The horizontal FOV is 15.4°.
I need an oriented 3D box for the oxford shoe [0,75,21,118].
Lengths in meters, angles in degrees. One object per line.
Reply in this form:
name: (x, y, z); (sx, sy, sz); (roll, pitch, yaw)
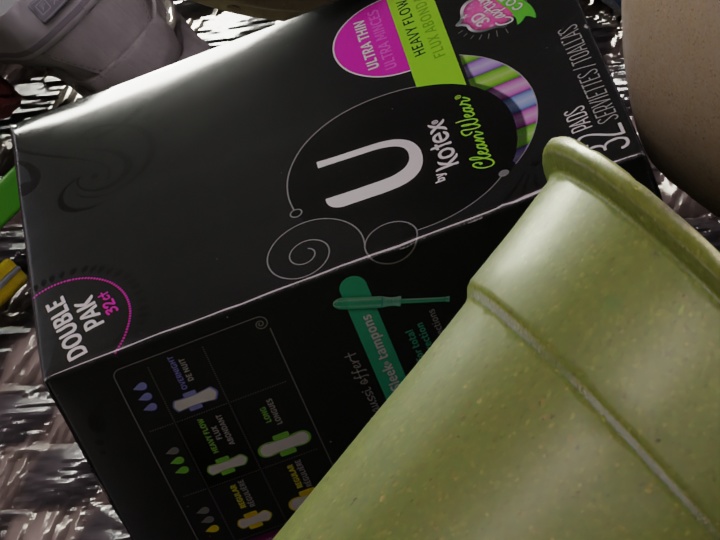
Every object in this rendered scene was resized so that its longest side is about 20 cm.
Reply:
oxford shoe: (-0.197, -0.058, 1.058); (0.070, 0.200, 0.075); (37, 105, 8)

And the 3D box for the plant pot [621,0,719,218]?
plant pot: (0.159, -0.079, 0.841); (0.134, 0.201, 0.201); (-2, 44, 22)

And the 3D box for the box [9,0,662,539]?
box: (0.000, 0.000, 0.891); (0.199, 0.125, 0.149); (-21, 38, 4)

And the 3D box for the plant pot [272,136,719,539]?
plant pot: (0.049, 0.100, 0.729); (0.190, 0.200, 0.200); (-41, 41, -2)

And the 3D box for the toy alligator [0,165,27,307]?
toy alligator: (-0.191, 0.027, 1.013); (0.200, 0.059, 0.054); (-48, 5, -28)

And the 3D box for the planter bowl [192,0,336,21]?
planter bowl: (-0.029, -0.184, 1.083); (0.200, 0.200, 0.135); (-2, 69, 24)

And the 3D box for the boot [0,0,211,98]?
boot: (-0.105, -0.086, 1.079); (0.074, 0.096, 0.200); (-45, 14, -1)

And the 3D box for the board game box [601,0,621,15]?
board game box: (0.198, -0.145, 1.024); (0.200, 0.043, 0.199); (-32, 38, -11)
